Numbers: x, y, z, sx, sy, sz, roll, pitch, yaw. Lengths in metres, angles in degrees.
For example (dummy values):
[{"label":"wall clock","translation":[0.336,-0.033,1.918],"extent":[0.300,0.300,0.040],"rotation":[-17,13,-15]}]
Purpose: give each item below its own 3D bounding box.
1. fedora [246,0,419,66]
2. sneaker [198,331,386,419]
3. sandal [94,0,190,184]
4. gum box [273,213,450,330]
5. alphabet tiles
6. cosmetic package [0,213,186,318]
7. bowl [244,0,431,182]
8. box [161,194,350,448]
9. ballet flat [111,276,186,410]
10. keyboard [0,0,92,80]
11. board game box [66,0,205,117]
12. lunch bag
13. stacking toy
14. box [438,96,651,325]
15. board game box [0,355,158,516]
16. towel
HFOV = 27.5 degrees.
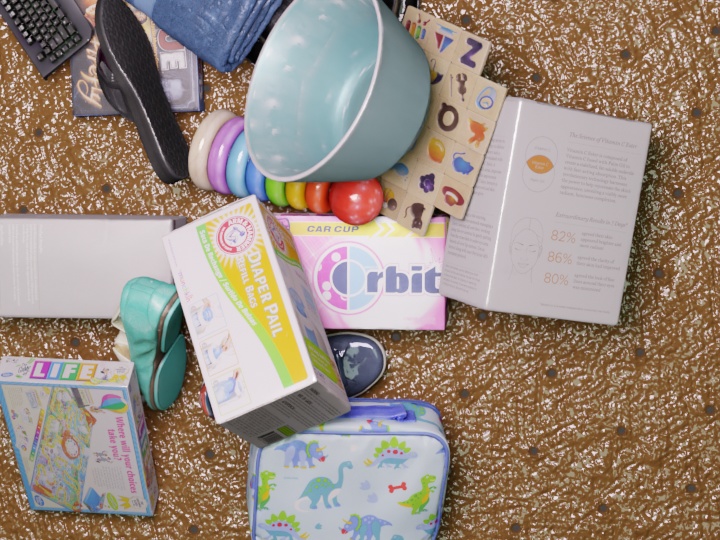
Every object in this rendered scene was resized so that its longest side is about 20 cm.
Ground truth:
[{"label":"fedora","translation":[-0.042,-0.273,1.467],"extent":[0.200,0.092,0.202],"rotation":[0,95,5]},{"label":"sneaker","translation":[-0.071,0.116,1.503],"extent":[0.199,0.085,0.075],"rotation":[-17,92,6]},{"label":"sandal","translation":[-0.231,-0.178,1.470],"extent":[0.048,0.075,0.201],"rotation":[-19,92,24]},{"label":"gum box","translation":[0.000,0.000,1.496],"extent":[0.199,0.066,0.114],"rotation":[1,95,5]},{"label":"alphabet tiles","translation":[0.054,-0.144,1.425],"extent":[0.166,0.006,0.201],"rotation":[29,111,29]},{"label":"cosmetic package","translation":[-0.280,-0.005,1.514],"extent":[0.199,0.090,0.107],"rotation":[2,95,2]},{"label":"bowl","translation":[-0.009,-0.163,1.375],"extent":[0.105,0.201,0.201],"rotation":[20,97,-36]},{"label":"box","translation":[-0.099,0.048,1.385],"extent":[0.101,0.113,0.201],"rotation":[-24,66,9]},{"label":"ballet flat","translation":[-0.211,0.066,1.456],"extent":[0.070,0.200,0.067],"rotation":[27,57,10]},{"label":"keyboard","translation":[-0.371,-0.283,1.517],"extent":[0.127,0.021,0.200],"rotation":[-38,80,16]},{"label":"board game box","translation":[-0.232,-0.261,1.515],"extent":[0.135,0.035,0.201],"rotation":[-2,94,5]},{"label":"lunch bag","translation":[-0.012,0.203,1.472],"extent":[0.199,0.083,0.161],"rotation":[1,117,-8]},{"label":"stacking toy","translation":[-0.068,-0.097,1.462],"extent":[0.199,0.085,0.086],"rotation":[18,96,20]},{"label":"box","translation":[0.178,-0.059,1.430],"extent":[0.152,0.106,0.201],"rotation":[8,95,-24]},{"label":"board game box","translation":[-0.285,0.171,1.494],"extent":[0.134,0.034,0.201],"rotation":[3,132,5]},{"label":"towel","translation":[-0.176,-0.289,1.439],"extent":[0.200,0.049,0.112],"rotation":[39,109,16]}]
